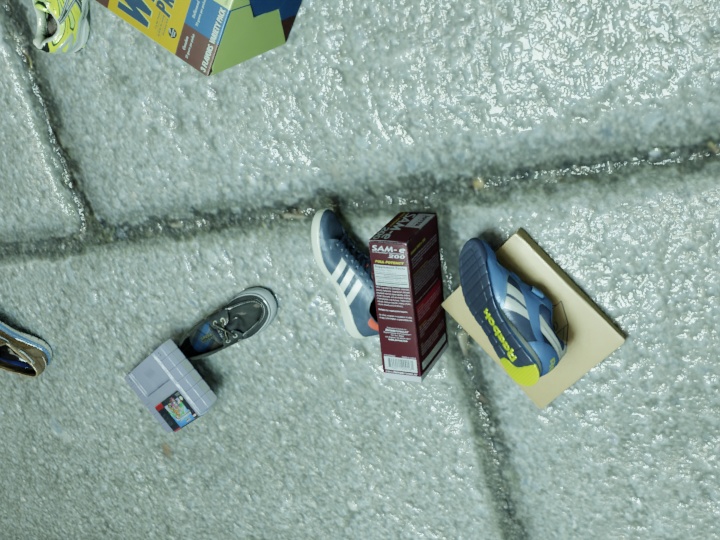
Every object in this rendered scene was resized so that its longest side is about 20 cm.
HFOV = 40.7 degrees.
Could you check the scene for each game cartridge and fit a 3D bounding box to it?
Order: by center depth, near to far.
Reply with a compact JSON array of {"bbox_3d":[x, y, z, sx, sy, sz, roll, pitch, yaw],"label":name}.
[{"bbox_3d":[-0.315,0.196,1.598,0.131,0.038,0.199,55,144,0],"label":"game cartridge"}]

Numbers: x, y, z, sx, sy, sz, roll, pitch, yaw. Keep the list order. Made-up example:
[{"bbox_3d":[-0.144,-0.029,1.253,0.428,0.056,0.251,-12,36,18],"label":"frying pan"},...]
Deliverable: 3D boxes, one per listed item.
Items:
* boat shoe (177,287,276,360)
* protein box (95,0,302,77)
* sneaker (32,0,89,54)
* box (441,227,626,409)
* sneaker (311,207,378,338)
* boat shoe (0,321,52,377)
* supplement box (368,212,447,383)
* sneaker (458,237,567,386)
[{"bbox_3d":[-0.214,0.089,1.509,0.198,0.066,0.071,-23,101,34],"label":"boat shoe"},{"bbox_3d":[-0.194,-0.370,1.200,0.198,0.198,0.136,34,124,9],"label":"protein box"},{"bbox_3d":[-0.424,-0.402,1.381,0.074,0.076,0.203,20,120,20],"label":"sneaker"},{"bbox_3d":[0.227,0.066,1.294,0.200,0.021,0.164,46,125,3],"label":"box"},{"bbox_3d":[0.000,0.000,1.354,0.083,0.075,0.202,-8,119,32],"label":"sneaker"},{"bbox_3d":[-0.647,0.133,1.711,0.197,0.073,0.073,18,117,-10],"label":"boat shoe"},{"bbox_3d":[0.067,0.035,1.311,0.060,0.109,0.204,5,114,25],"label":"supplement box"},{"bbox_3d":[0.194,0.046,1.252,0.202,0.081,0.074,63,153,11],"label":"sneaker"}]
